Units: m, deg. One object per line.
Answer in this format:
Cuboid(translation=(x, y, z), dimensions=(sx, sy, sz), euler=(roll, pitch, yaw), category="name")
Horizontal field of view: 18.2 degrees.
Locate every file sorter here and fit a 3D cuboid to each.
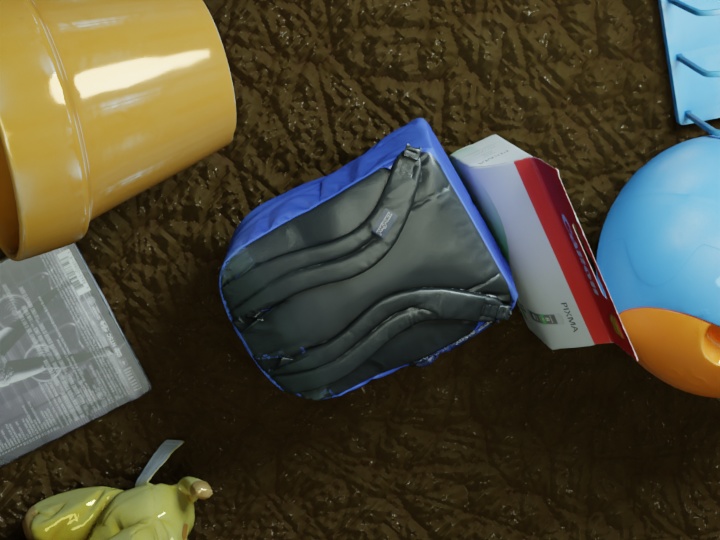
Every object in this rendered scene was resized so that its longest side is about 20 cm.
Cuboid(translation=(0.305, -0.212, 1.710), dimensions=(0.138, 0.123, 0.201), euler=(-11, 104, -2), category="file sorter")

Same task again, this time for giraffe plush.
Cuboid(translation=(-0.175, 0.257, 1.773), dimensions=(0.200, 0.172, 0.163), euler=(-39, 119, -31), category="giraffe plush")

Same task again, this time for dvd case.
Cuboid(translation=(-0.286, 0.075, 1.772), dimensions=(0.199, 0.016, 0.149), euler=(-27, 105, 0), category="dvd case")

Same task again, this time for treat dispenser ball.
Cuboid(translation=(0.280, -0.003, 1.714), dimensions=(0.200, 0.201, 0.202), euler=(-1, 103, -5), category="treat dispenser ball")

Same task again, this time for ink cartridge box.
Cuboid(translation=(0.136, -0.012, 1.698), dimensions=(0.050, 0.200, 0.162), euler=(-26, 104, -2), category="ink cartridge box")

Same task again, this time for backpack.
Cuboid(translation=(0.000, 0.000, 1.705), dimensions=(0.199, 0.168, 0.163), euler=(-30, 101, 7), category="backpack")

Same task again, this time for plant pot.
Cuboid(translation=(-0.198, -0.129, 1.656), dimensions=(0.182, 0.200, 0.201), euler=(-18, 105, -18), category="plant pot")
